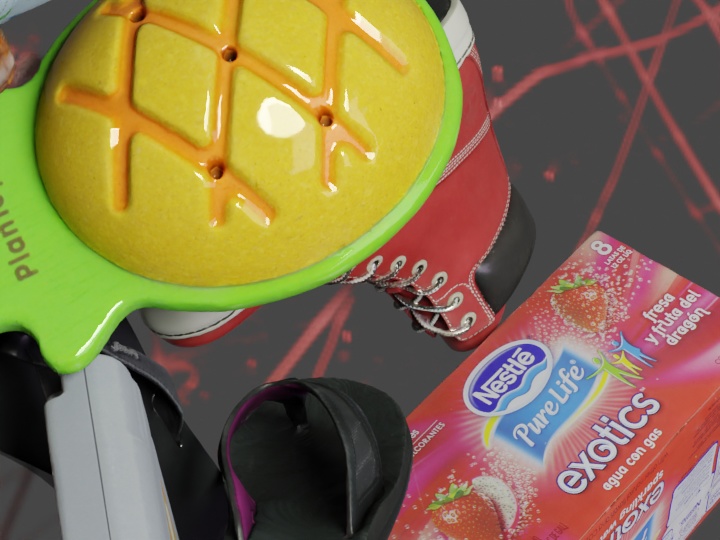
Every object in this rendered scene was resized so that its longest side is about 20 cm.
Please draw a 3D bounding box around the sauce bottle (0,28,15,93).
[{"bbox_3d":[-0.186,-0.006,0.859,0.066,0.066,0.200,50,61,-38],"label":"sauce bottle"}]

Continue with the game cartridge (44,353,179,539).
[{"bbox_3d":[-0.071,0.144,0.933,0.041,0.133,0.201,-15,133,-6],"label":"game cartridge"}]

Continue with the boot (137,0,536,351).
[{"bbox_3d":[0.000,0.000,1.054,0.200,0.072,0.145,-46,128,-36],"label":"boot"}]

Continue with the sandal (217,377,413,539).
[{"bbox_3d":[-0.022,0.077,0.965,0.201,0.075,0.048,-86,161,-66],"label":"sandal"}]

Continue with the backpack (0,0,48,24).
[{"bbox_3d":[-0.158,-0.148,0.790,0.199,0.147,0.184,-23,93,-32],"label":"backpack"}]

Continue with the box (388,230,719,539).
[{"bbox_3d":[0.077,0.090,1.106,0.200,0.095,0.100,-43,151,-33],"label":"box"}]

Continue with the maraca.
[{"bbox_3d":[-0.061,-0.044,0.922,0.199,0.137,0.107,-26,157,-8],"label":"maraca"}]

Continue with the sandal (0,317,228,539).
[{"bbox_3d":[-0.092,0.057,0.982,0.076,0.043,0.200,-57,131,-24],"label":"sandal"}]
